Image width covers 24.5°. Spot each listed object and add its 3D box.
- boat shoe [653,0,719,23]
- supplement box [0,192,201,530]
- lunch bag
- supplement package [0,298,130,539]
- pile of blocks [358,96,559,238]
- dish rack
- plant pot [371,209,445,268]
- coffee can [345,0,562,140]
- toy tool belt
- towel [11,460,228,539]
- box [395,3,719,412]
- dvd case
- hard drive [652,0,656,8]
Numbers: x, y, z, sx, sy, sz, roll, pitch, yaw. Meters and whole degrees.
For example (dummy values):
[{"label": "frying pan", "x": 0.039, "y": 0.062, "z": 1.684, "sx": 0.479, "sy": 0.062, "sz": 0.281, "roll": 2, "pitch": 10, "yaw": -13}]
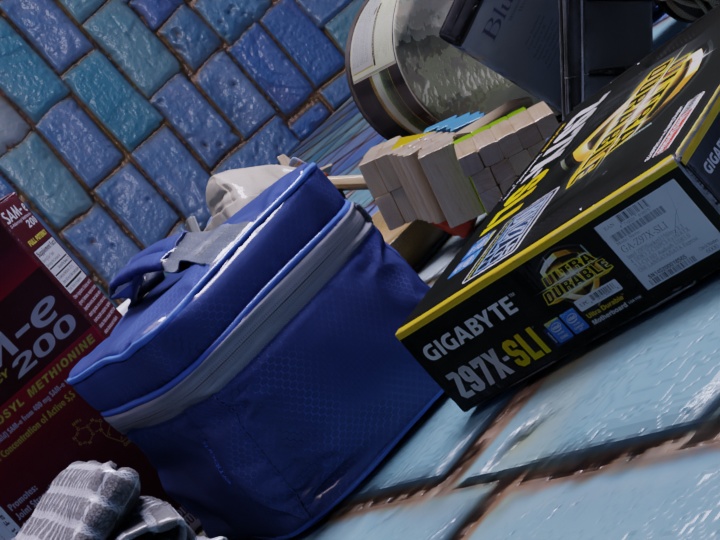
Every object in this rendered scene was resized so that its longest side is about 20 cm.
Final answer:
[{"label": "boat shoe", "x": 0.201, "y": -0.162, "z": 0.898, "sx": 0.074, "sy": 0.074, "sz": 0.200, "roll": -53, "pitch": 0, "yaw": 5}, {"label": "supplement box", "x": -0.165, "y": 0.071, "z": 0.896, "sx": 0.109, "sy": 0.200, "sz": 0.061, "roll": -40, "pitch": 7, "yaw": 7}, {"label": "lunch bag", "x": -0.054, "y": 0.036, "z": 0.790, "sx": 0.136, "sy": 0.133, "sz": 0.200, "roll": -44, "pitch": 8, "yaw": -23}, {"label": "supplement package", "x": -0.178, "y": 0.118, "z": 1.052, "sx": 0.200, "sy": 0.110, "sz": 0.114, "roll": -37, "pitch": 8, "yaw": 35}, {"label": "pile of blocks", "x": 0.068, "y": -0.055, "z": 0.980, "sx": 0.082, "sy": 0.063, "sz": 0.200, "roll": -31, "pitch": 13, "yaw": -19}, {"label": "dish rack", "x": 0.132, "y": -0.157, "z": 0.913, "sx": 0.054, "sy": 0.155, "sz": 0.200, "roll": -1, "pitch": 14, "yaw": 5}, {"label": "plant pot", "x": 0.000, "y": 0.000, "z": 1.133, "sx": 0.200, "sy": 0.028, "sz": 0.200, "roll": -40, "pitch": 8, "yaw": 6}, {"label": "coffee can", "x": 0.075, "y": -0.162, "z": 1.207, "sx": 0.146, "sy": 0.147, "sz": 0.200, "roll": -42, "pitch": 7, "yaw": -6}, {"label": "toy tool belt", "x": -0.058, "y": -0.026, "z": 1.319, "sx": 0.122, "sy": 0.126, "sz": 0.200, "roll": -20, "pitch": -9, "yaw": -20}, {"label": "towel", "x": -0.140, "y": 0.160, "z": 0.702, "sx": 0.166, "sy": 0.086, "sz": 0.200, "roll": -45, "pitch": 8, "yaw": -17}, {"label": "box", "x": 0.117, "y": -0.042, "z": 0.681, "sx": 0.159, "sy": 0.049, "sz": 0.200, "roll": -37, "pitch": 9, "yaw": 44}, {"label": "dvd case", "x": 0.122, "y": -0.182, "z": 1.018, "sx": 0.200, "sy": 0.017, "sz": 0.144, "roll": 15, "pitch": -78, "yaw": -63}, {"label": "hard drive", "x": 0.149, "y": -0.223, "z": 1.254, "sx": 0.043, "sy": 0.134, "sz": 0.200, "roll": -56, "pitch": 10, "yaw": -4}]
